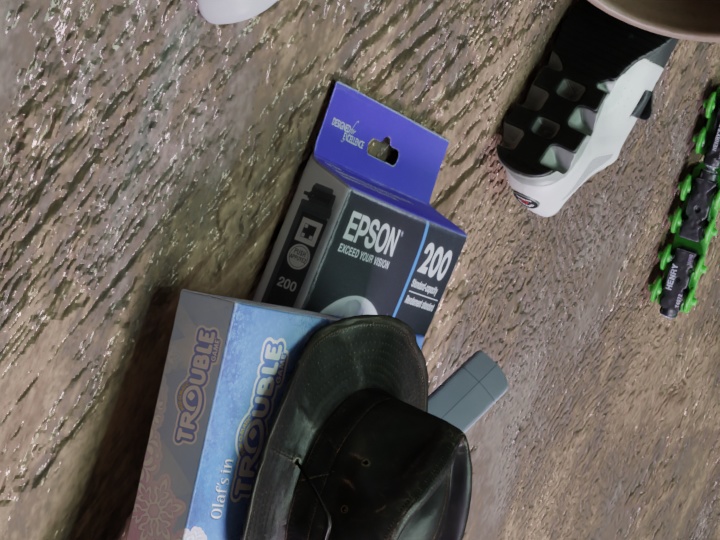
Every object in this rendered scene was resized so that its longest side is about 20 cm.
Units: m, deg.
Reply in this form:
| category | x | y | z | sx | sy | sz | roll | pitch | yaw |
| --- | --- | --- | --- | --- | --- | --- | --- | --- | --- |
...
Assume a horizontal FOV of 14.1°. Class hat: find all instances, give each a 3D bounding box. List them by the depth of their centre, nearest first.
| category | x | y | z | sx | sy | sz | roll | pitch | yaw |
| --- | --- | --- | --- | --- | --- | --- | --- | --- | --- |
| hat | 0.014 | 0.128 | 1.640 | 0.200 | 0.081 | 0.201 | -23 | 118 | -51 |

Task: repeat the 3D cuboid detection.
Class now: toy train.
| category | x | y | z | sx | sy | sz | roll | pitch | yaw |
| --- | --- | --- | --- | --- | --- | --- | --- | --- | --- |
| toy train | 0.279 | -0.058 | 2.377 | 0.056 | 0.042 | 0.201 | -37 | 144 | -69 |

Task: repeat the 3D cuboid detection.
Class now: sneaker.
| category | x | y | z | sx | sy | sz | roll | pitch | yaw |
| --- | --- | --- | --- | --- | --- | --- | --- | --- | --- |
| sneaker | 0.163 | -0.123 | 2.012 | 0.200 | 0.074 | 0.089 | -50 | 153 | -16 |

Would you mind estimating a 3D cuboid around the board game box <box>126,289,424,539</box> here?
| category | x | y | z | sx | sy | sz | roll | pitch | yaw |
| --- | --- | --- | --- | --- | --- | --- | --- | --- | --- |
| board game box | -0.051 | 0.121 | 1.655 | 0.199 | 0.043 | 0.201 | 11 | 92 | -56 |

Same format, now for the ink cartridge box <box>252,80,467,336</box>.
| category | x | y | z | sx | sy | sz | roll | pitch | yaw |
| --- | --- | --- | --- | --- | --- | --- | --- | --- | --- |
| ink cartridge box | 0.000 | 0.000 | 1.781 | 0.198 | 0.043 | 0.201 | 19 | 92 | -67 |

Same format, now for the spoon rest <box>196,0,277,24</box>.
| category | x | y | z | sx | sy | sz | roll | pitch | yaw |
| --- | --- | --- | --- | --- | --- | --- | --- | --- | --- |
| spoon rest | -0.054 | -0.200 | 1.475 | 0.099 | 0.060 | 0.200 | -55 | 168 | -27 |

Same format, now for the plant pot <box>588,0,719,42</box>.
| category | x | y | z | sx | sy | sz | roll | pitch | yaw |
| --- | --- | --- | --- | --- | --- | --- | --- | --- | --- |
| plant pot | 0.232 | -0.274 | 1.906 | 0.200 | 0.199 | 0.175 | 74 | 27 | -57 |

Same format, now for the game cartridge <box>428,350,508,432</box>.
| category | x | y | z | sx | sy | sz | roll | pitch | yaw |
| --- | --- | --- | --- | --- | --- | --- | --- | --- | --- |
| game cartridge | 0.016 | 0.129 | 1.867 | 0.200 | 0.041 | 0.133 | -41 | 173 | -48 |
